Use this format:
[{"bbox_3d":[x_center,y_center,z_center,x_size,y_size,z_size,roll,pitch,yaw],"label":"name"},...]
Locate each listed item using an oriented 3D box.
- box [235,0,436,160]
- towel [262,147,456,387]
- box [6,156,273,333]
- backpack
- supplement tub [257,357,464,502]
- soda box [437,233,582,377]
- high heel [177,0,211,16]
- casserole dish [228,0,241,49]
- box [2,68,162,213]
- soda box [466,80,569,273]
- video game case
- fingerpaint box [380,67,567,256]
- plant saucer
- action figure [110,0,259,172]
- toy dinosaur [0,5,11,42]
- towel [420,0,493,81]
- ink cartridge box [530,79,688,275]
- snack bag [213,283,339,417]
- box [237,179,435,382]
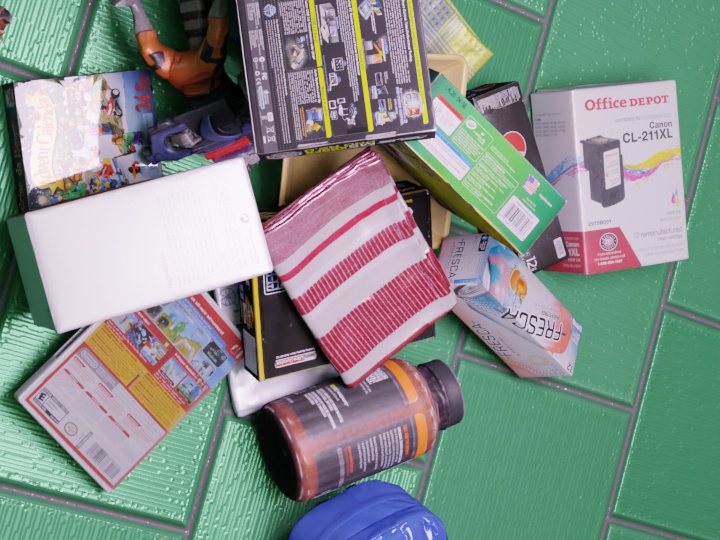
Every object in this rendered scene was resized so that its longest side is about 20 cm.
[{"bbox_3d":[-0.024,-0.205,1.474,0.159,0.044,0.201,-8,87,0],"label":"box"},{"bbox_3d":[0.000,0.000,1.629,0.144,0.023,0.200,-37,121,-12],"label":"towel"},{"bbox_3d":[-0.200,-0.024,1.516,0.199,0.152,0.107,-16,96,-17],"label":"box"},{"bbox_3d":[0.027,0.318,1.687,0.162,0.167,0.201,-26,122,-30],"label":"backpack"},{"bbox_3d":[0.004,0.153,1.710,0.199,0.107,0.108,-18,101,-22],"label":"supplement tub"},{"bbox_3d":[0.155,0.040,1.775,0.200,0.068,0.064,42,54,-42],"label":"soda box"},{"bbox_3d":[-0.127,-0.339,1.641,0.142,0.071,0.201,-14,90,-21],"label":"high heel"},{"bbox_3d":[-0.042,-0.270,1.712,0.199,0.039,0.122,-17,101,-27],"label":"casserole dish"},{"bbox_3d":[-0.255,-0.084,1.605,0.136,0.038,0.201,-10,97,-28],"label":"box"},{"bbox_3d":[0.154,-0.096,1.804,0.063,0.071,0.201,-22,102,-24],"label":"soda box"},{"bbox_3d":[-0.214,0.096,1.623,0.200,0.017,0.143,-45,121,-12],"label":"video game case"},{"bbox_3d":[0.078,-0.121,1.613,0.200,0.167,0.073,41,87,-32],"label":"fingerpaint box"},{"bbox_3d":[0.002,-0.122,1.698,0.199,0.048,0.201,-2,107,-30],"label":"plant saucer"},{"bbox_3d":[-0.120,-0.185,1.589,0.199,0.105,0.194,-12,121,12],"label":"action figure"},{"bbox_3d":[-0.418,-0.199,1.494,0.199,0.086,0.136,16,74,-11],"label":"toy dinosaur"},{"bbox_3d":[0.035,-0.195,1.735,0.200,0.023,0.144,-48,123,-8],"label":"towel"},{"bbox_3d":[0.273,-0.105,1.861,0.145,0.083,0.201,-9,97,-27],"label":"ink cartridge box"},{"bbox_3d":[-0.063,0.038,1.723,0.188,0.021,0.201,-12,98,-28],"label":"snack bag"},{"bbox_3d":[-0.023,0.008,1.669,0.199,0.049,0.161,-12,110,-26],"label":"box"}]
